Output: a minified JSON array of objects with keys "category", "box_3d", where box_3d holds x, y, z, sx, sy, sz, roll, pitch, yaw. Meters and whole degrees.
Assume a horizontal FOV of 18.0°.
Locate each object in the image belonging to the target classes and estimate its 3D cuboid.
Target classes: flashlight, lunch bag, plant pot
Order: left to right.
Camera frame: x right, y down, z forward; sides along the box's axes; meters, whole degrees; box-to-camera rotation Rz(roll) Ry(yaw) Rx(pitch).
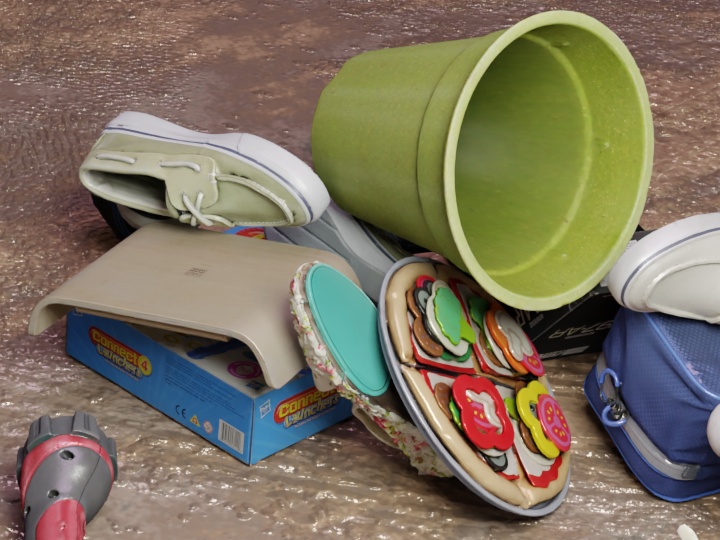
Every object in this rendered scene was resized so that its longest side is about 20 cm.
[{"category":"flashlight","box_3d":[-0.181,0.165,1.417,0.067,0.068,0.200,-3,27,-8]},{"category":"plant pot","box_3d":[0.070,-0.085,1.588,0.199,0.201,0.189,-17,19,-38]},{"category":"lunch bag","box_3d":[0.257,0.079,1.610,0.199,0.133,0.136,-9,49,-25]}]

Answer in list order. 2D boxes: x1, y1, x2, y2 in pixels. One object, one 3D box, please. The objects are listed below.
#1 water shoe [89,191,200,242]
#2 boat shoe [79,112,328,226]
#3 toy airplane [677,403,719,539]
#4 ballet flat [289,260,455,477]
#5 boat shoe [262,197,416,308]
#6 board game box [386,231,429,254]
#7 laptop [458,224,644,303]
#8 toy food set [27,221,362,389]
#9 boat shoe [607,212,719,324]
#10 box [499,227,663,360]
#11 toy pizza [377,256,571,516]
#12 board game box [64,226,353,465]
[{"category":"water shoe","box_3d":[-0.154,-0.044,1.774,0.071,0.079,0.200,-28,23,-13]},{"category":"boat shoe","box_3d":[-0.114,-0.060,1.639,0.199,0.072,0.062,15,54,34]},{"category":"toy airplane","box_3d":[0.283,0.124,1.451,0.141,0.200,0.200,29,35,19]},{"category":"ballet flat","box_3d":[0.008,0.077,1.537,0.064,0.200,0.076,-24,29,40]},{"category":"boat shoe","box_3d":[0.000,0.000,1.666,0.062,0.072,0.200,6,28,-44]},{"category":"board game box","box_3d":[0.084,-0.033,1.760,0.199,0.028,0.135,-7,-2,15]},{"category":"laptop","box_3d":[0.187,-0.026,1.812,0.176,0.104,0.200,-9,31,-20]},{"category":"toy food set","box_3d":[-0.114,0.029,1.594,0.199,0.061,0.143,9,26,25]},{"category":"boat shoe","box_3d":[0.262,0.008,1.541,0.199,0.071,0.070,-5,45,-31]},{"category":"box","box_3d":[0.214,0.014,1.705,0.199,0.160,0.044,-8,72,-26]},{"category":"toy pizza","box_3d":[0.086,0.074,1.554,0.200,0.032,0.201,38,32,-30]},{"category":"board game box","box_3d":[-0.080,0.047,1.677,0.199,0.056,0.195,27,34,34]}]
